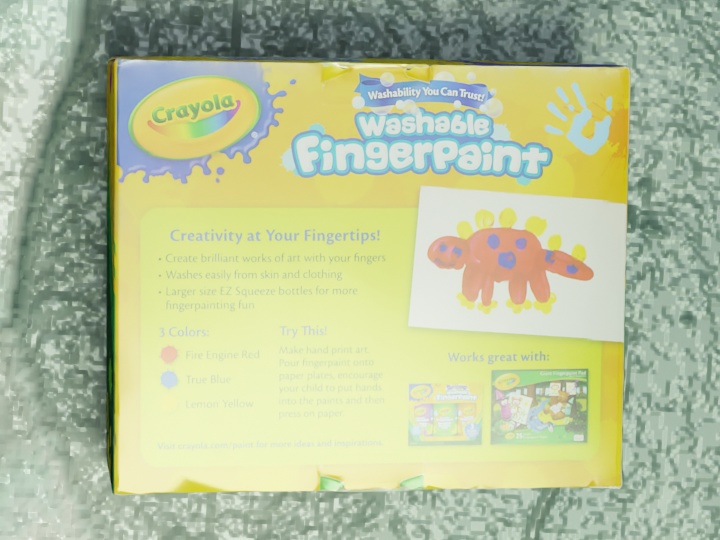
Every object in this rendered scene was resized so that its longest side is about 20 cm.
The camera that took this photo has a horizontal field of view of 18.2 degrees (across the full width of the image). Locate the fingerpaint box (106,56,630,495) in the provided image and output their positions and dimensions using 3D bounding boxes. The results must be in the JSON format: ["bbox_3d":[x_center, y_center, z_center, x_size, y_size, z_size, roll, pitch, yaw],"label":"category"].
[{"bbox_3d":[0.000,0.000,0.886,0.199,0.073,0.167,-1,95,-9],"label":"fingerpaint box"}]
